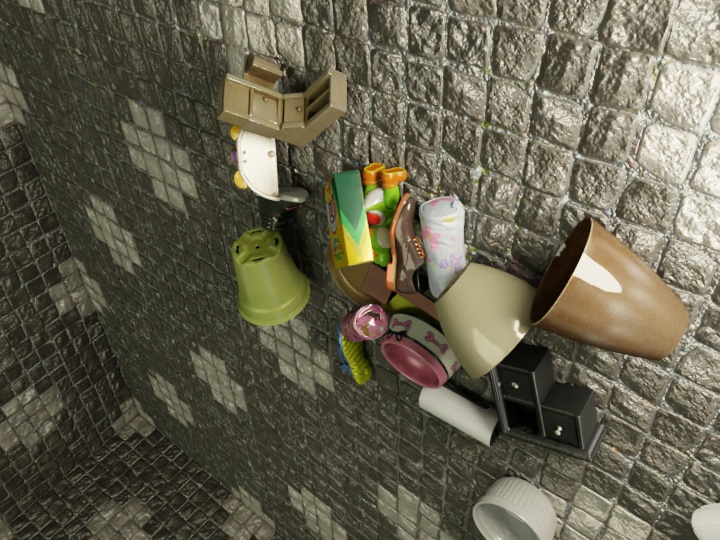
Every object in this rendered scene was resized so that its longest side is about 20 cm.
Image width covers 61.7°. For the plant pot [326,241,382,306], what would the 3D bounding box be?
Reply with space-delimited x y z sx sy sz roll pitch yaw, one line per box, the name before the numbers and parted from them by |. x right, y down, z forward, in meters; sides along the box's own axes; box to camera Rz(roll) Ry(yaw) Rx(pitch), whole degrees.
plant pot | 0.000 0.000 1.431 0.197 0.027 0.204 28 137 29

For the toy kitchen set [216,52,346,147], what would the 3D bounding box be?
toy kitchen set | -0.154 -0.374 1.175 0.179 0.196 0.168 -21 64 52

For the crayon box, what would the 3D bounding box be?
crayon box | -0.030 -0.097 1.232 0.200 0.057 0.178 170 92 -80

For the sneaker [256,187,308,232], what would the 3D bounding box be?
sneaker | -0.181 -0.143 1.449 0.197 0.070 0.102 10 112 50

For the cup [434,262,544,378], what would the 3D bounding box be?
cup | 0.219 0.071 1.105 0.143 0.200 0.201 42 143 3

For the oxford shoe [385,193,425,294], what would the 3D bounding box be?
oxford shoe | 0.097 -0.050 1.173 0.071 0.071 0.205 14 120 21

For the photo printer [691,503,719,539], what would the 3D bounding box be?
photo printer | 0.712 0.477 1.045 0.167 0.069 0.200 49 143 3

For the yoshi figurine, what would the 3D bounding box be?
yoshi figurine | 0.059 -0.114 1.239 0.108 0.113 0.206 -1 113 -1

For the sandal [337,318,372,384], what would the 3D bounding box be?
sandal | -0.033 0.214 1.611 0.086 0.079 0.204 18 132 41

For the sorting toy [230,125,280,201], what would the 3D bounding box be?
sorting toy | -0.259 -0.267 1.399 0.179 0.104 0.206 -156 61 -66

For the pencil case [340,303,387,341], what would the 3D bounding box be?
pencil case | 0.007 0.128 1.438 0.082 0.088 0.200 35 168 -4

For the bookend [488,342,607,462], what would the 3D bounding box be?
bookend | 0.369 0.249 1.196 0.197 0.092 0.203 9 127 41

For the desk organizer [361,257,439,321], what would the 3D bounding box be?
desk organizer | 0.104 0.049 1.294 0.197 0.072 0.078 33 125 14

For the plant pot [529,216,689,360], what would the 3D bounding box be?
plant pot | 0.398 0.048 0.946 0.197 0.189 0.189 28 141 5

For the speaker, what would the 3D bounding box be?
speaker | 0.237 0.331 1.417 0.197 0.081 0.083 25 137 31

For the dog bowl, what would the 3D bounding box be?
dog bowl | 0.131 0.188 1.371 0.197 0.074 0.202 32 155 16

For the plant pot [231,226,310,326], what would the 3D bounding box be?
plant pot | -0.239 0.001 1.522 0.197 0.201 0.187 24 144 30

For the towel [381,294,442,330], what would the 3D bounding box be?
towel | 0.139 0.101 1.358 0.197 0.018 0.087 30 133 16

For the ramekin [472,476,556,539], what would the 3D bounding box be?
ramekin | 0.384 0.604 1.474 0.197 0.105 0.204 28 139 27

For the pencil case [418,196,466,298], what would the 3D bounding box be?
pencil case | 0.167 -0.040 1.172 0.089 0.083 0.204 12 129 37
